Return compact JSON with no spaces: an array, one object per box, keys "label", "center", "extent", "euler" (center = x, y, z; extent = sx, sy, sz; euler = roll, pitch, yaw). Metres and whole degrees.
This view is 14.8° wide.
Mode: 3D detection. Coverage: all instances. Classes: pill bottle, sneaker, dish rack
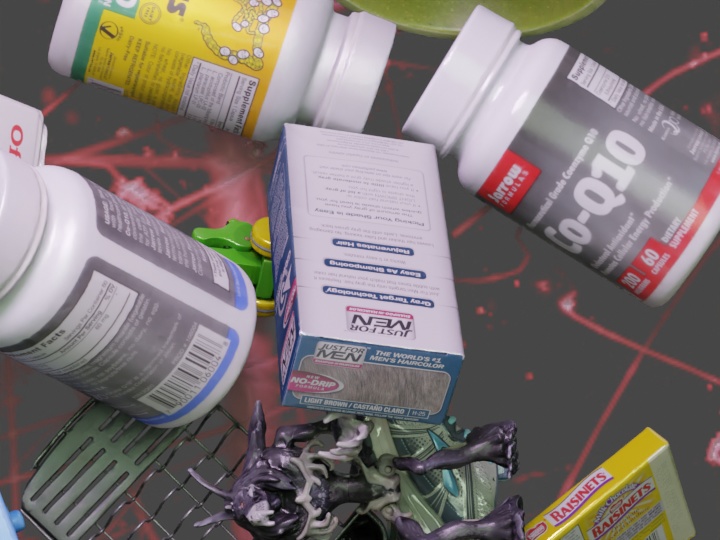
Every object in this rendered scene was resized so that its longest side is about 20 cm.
[{"label":"pill bottle","center":[-0.085,-0.147,1.741],"extent":[0.200,0.113,0.113],"euler":[19,77,-4]},{"label":"sneaker","center":[0.042,0.120,1.734],"extent":[0.086,0.078,0.200],"euler":[-23,92,-17]},{"label":"pill bottle","center":[-0.167,0.007,1.634],"extent":[0.200,0.114,0.114],"euler":[31,73,-39]},{"label":"pill bottle","center":[0.133,-0.074,1.757],"extent":[0.200,0.114,0.114],"euler":[32,77,-1]},{"label":"dish rack","center":[-0.102,0.155,1.710],"extent":[0.200,0.055,0.153],"euler":[43,76,2]}]

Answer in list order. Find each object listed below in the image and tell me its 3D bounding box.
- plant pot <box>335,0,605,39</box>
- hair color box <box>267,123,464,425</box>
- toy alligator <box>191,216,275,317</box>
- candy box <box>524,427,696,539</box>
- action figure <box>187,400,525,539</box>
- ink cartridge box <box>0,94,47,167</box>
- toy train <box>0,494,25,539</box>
[{"label":"plant pot","center":[0.069,-0.277,1.765],"extent":[0.200,0.200,0.190],"euler":[8,66,-6]},{"label":"hair color box","center":[0.000,0.000,1.661],"extent":[0.100,0.061,0.200],"euler":[8,38,-11]},{"label":"toy alligator","center":[-0.065,-0.011,1.751],"extent":[0.200,0.059,0.054],"euler":[11,37,-5]},{"label":"candy box","center":[0.119,0.190,1.714],"extent":[0.200,0.102,0.026],"euler":[-37,47,-13]},{"label":"action figure","center":[-0.004,0.133,1.638],"extent":[0.200,0.102,0.119],"euler":[-5,95,3]},{"label":"ink cartridge box","center":[-0.284,-0.049,1.651],"extent":[0.085,0.200,0.146],"euler":[-3,76,35]},{"label":"toy train","center":[-0.241,0.160,1.659],"extent":[0.087,0.114,0.200],"euler":[-20,83,-12]}]
